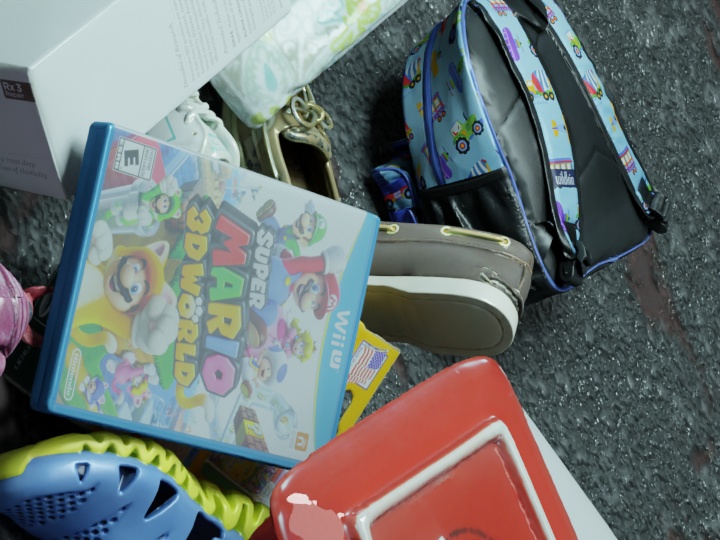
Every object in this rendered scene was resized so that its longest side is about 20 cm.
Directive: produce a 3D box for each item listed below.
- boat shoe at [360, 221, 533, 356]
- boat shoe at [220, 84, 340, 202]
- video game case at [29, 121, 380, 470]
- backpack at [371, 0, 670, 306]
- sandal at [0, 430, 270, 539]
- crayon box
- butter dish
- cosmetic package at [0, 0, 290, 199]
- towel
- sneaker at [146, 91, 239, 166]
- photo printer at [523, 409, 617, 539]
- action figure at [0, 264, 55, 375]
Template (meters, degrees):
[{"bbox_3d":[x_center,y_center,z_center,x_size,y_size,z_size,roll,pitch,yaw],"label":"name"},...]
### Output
[{"bbox_3d":[0.000,0.000,1.465,0.072,0.199,0.060,74,31,-46],"label":"boat shoe"},{"bbox_3d":[-0.036,-0.052,1.555,0.073,0.062,0.202,14,62,-52],"label":"boat shoe"},{"bbox_3d":[-0.074,0.019,1.315,0.199,0.018,0.144,18,81,-46],"label":"video game case"},{"bbox_3d":[0.091,-0.083,1.693,0.182,0.134,0.201,-28,97,-57],"label":"backpack"},{"bbox_3d":[-0.113,0.142,1.328,0.200,0.079,0.088,30,54,-44],"label":"sandal"},{"bbox_3d":[-0.084,0.047,1.381,0.200,0.051,0.126,35,87,-42],"label":"crayon box"},{"bbox_3d":[0.014,0.175,1.356,0.199,0.147,0.201,-29,98,-46],"label":"butter dish"},{"bbox_3d":[-0.140,-0.127,1.341,0.200,0.112,0.082,-44,133,-37],"label":"cosmetic package"},{"bbox_3d":[-0.047,-0.208,1.532,0.200,0.048,0.171,-42,92,-21],"label":"towel"},{"bbox_3d":[-0.106,-0.076,1.450,0.070,0.080,0.202,9,64,-52],"label":"sneaker"},{"bbox_3d":[0.100,0.196,1.616,0.200,0.069,0.167,54,36,-23],"label":"photo printer"},{"bbox_3d":[-0.215,0.015,1.190,0.199,0.149,0.135,-8,73,-43],"label":"action figure"}]
